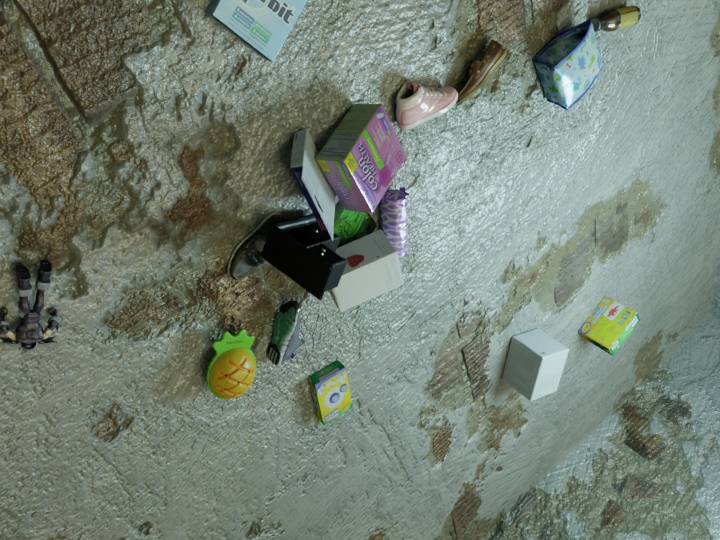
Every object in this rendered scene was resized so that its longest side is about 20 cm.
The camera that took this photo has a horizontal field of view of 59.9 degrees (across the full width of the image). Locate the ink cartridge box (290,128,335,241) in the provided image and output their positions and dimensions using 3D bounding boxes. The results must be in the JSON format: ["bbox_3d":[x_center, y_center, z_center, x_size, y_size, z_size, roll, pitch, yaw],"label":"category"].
[{"bbox_3d":[-0.113,-0.202,1.498,0.042,0.203,0.198,-13,132,14],"label":"ink cartridge box"}]

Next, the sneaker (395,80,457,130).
[{"bbox_3d":[0.175,-0.462,1.654,0.198,0.075,0.106,-31,135,-16],"label":"sneaker"}]

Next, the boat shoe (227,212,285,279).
[{"bbox_3d":[-0.249,-0.051,1.548,0.200,0.066,0.075,-47,134,-8],"label":"boat shoe"}]

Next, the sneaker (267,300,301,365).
[{"bbox_3d":[-0.192,0.165,1.722,0.086,0.074,0.203,-7,129,-47],"label":"sneaker"}]

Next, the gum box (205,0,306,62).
[{"bbox_3d":[-0.203,-0.576,1.309,0.168,0.044,0.202,26,97,-44],"label":"gum box"}]

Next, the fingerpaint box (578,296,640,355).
[{"bbox_3d":[1.075,0.239,2.704,0.201,0.166,0.073,-50,132,-5],"label":"fingerpaint box"}]

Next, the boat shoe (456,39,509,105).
[{"bbox_3d":[0.324,-0.551,1.740,0.067,0.072,0.201,41,94,-11],"label":"boat shoe"}]

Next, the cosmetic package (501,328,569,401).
[{"bbox_3d":[0.686,0.370,2.464,0.163,0.167,0.204,-9,120,-33],"label":"cosmetic package"}]

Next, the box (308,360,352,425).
[{"bbox_3d":[-0.089,0.390,1.937,0.116,0.048,0.203,-27,129,-24],"label":"box"}]

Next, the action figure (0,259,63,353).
[{"bbox_3d":[-0.676,0.085,1.285,0.128,0.069,0.204,-4,120,-45],"label":"action figure"}]

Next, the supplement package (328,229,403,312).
[{"bbox_3d":[0.000,0.000,1.708,0.197,0.122,0.121,-24,130,-9],"label":"supplement package"}]

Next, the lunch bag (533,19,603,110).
[{"bbox_3d":[0.645,-0.630,1.905,0.199,0.128,0.170,-41,133,0],"label":"lunch bag"}]

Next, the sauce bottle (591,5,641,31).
[{"bbox_3d":[0.807,-0.797,1.986,0.197,0.064,0.066,-20,125,-27],"label":"sauce bottle"}]

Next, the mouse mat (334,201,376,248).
[{"bbox_3d":[-0.053,-0.097,1.722,0.201,0.007,0.161,-50,134,-6],"label":"mouse mat"}]

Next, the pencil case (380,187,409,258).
[{"bbox_3d":[0.099,-0.134,1.777,0.085,0.083,0.204,-38,138,-47],"label":"pencil case"}]

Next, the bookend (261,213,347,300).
[{"bbox_3d":[-0.101,-0.041,1.526,0.197,0.198,0.094,-20,139,-55],"label":"bookend"}]

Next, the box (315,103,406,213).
[{"bbox_3d":[0.007,-0.281,1.564,0.202,0.095,0.177,-58,138,-25],"label":"box"}]

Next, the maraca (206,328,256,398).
[{"bbox_3d":[-0.332,0.244,1.617,0.135,0.107,0.204,-8,118,-34],"label":"maraca"}]
